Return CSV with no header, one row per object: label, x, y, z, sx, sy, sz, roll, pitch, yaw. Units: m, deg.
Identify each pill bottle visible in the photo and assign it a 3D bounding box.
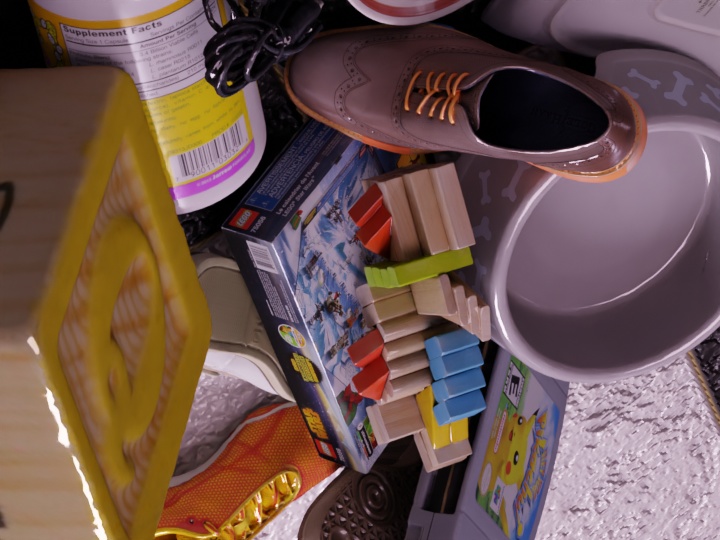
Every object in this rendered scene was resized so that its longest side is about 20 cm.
pill bottle,-0.113,-0.131,1.388,0.104,0.104,0.200,-21,133,-11

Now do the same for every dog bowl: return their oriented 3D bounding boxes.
dog bowl,0.143,-0.023,1.540,0.199,0.059,0.201,-12,126,-17

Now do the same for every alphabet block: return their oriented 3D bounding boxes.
alphabet block,-0.204,0.031,1.362,0.199,0.196,0.197,-2,137,14

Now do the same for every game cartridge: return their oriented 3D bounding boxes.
game cartridge,0.080,0.108,1.642,0.133,0.040,0.201,54,48,-62

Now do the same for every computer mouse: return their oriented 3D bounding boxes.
computer mouse,-0.039,-0.193,1.354,0.053,0.138,0.201,2,105,15

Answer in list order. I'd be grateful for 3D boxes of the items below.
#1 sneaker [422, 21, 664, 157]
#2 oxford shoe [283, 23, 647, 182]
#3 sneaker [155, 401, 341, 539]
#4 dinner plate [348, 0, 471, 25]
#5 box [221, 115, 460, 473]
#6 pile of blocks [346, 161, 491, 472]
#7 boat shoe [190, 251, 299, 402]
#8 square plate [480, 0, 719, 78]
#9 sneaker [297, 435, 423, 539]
sneaker,0.109,-0.093,1.563,0.111,0.077,0.200,-41,126,-3
oxford shoe,0.050,-0.095,1.444,0.073,0.199,0.072,18,82,-74
sneaker,-0.079,0.145,1.656,0.200,0.077,0.073,-31,134,-7
dinner plate,0.049,-0.221,1.425,0.200,0.024,0.201,-33,140,-32
box,0.000,0.000,1.559,0.137,0.040,0.200,-52,142,-29
pile of blocks,0.027,0.034,1.505,0.062,0.082,0.201,-18,120,-20
boat shoe,-0.072,0.026,1.564,0.200,0.068,0.075,32,73,-57
square plate,0.194,-0.157,1.495,0.197,0.029,0.200,13,149,-18
sneaker,0.010,0.146,1.651,0.075,0.071,0.200,-26,-178,36
